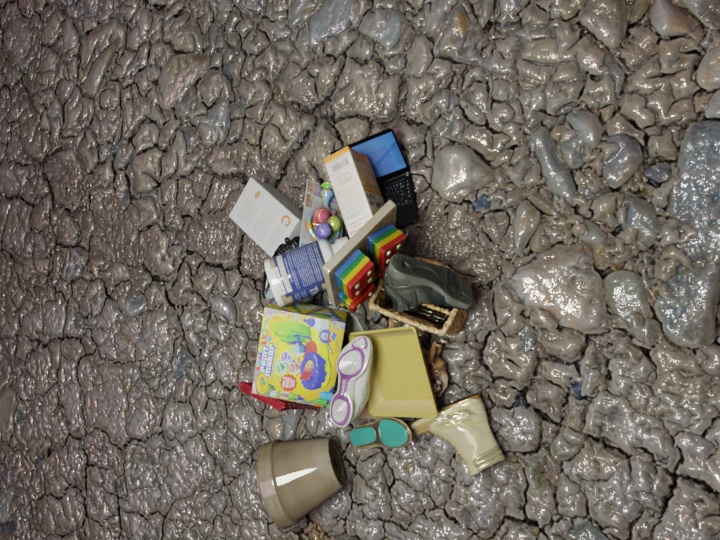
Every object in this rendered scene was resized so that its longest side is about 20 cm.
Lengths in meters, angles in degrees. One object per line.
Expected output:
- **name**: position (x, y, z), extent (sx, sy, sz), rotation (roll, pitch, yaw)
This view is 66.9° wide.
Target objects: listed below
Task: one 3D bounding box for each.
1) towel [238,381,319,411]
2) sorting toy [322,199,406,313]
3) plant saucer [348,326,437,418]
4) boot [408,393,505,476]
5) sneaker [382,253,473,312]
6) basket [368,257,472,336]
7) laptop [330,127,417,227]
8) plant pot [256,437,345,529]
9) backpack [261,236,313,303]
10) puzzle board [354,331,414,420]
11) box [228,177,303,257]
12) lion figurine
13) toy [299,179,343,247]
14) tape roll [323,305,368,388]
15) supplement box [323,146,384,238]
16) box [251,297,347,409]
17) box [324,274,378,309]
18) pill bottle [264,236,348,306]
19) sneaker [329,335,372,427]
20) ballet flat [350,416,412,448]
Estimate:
- **towel**: position (-0.196, 0.310, 1.340), extent (0.142, 0.199, 0.023), rotation (20, 85, 26)
- **sorting toy**: position (0.020, -0.013, 1.140), extent (0.069, 0.201, 0.199), rotation (40, 74, 17)
- **plant saucer**: position (0.080, 0.223, 1.219), extent (0.197, 0.048, 0.206), rotation (-11, 96, 42)
- **boot**: position (0.206, 0.381, 1.208), extent (0.197, 0.072, 0.159), rotation (-28, 76, 19)
- **sneaker**: position (0.134, 0.044, 1.141), extent (0.194, 0.115, 0.078), rotation (18, 51, -9)
- **basket**: position (0.141, 0.047, 1.216), extent (0.196, 0.148, 0.147), rotation (20, 96, 27)
- **laptop**: position (0.030, -0.203, 1.309), extent (0.173, 0.103, 0.206), rotation (-16, 67, 25)
- **plant pot**: position (-0.132, 0.494, 1.319), extent (0.169, 0.200, 0.205), rotation (-20, 78, 7)
- **backpack**: position (-0.159, 0.018, 1.369), extent (0.126, 0.166, 0.203), rotation (38, 109, 18)
- **puzzle board**: position (0.056, 0.250, 1.298), extent (0.146, 0.017, 0.207), rotation (0, 90, 9)
- **box**: position (-0.233, -0.132, 1.443), extent (0.199, 0.097, 0.126), rotation (41, 104, 23)
- **lion figurine**: position (0.124, 0.192, 1.251), extent (0.197, 0.072, 0.125), rotation (32, 113, 21)
- **toy**: position (-0.083, -0.128, 1.321), extent (0.047, 0.113, 0.205), rotation (-38, 42, 48)
- **tape roll**: position (-0.064, 0.191, 1.372), extent (0.197, 0.037, 0.210), rotation (-2, 86, 27)
- **supplement box**: position (0.000, -0.165, 1.241), extent (0.072, 0.125, 0.205), rotation (-22, 82, 21)
- **box**: position (-0.139, 0.189, 1.275), extent (0.187, 0.122, 0.206), rotation (10, 98, -1)
- **box**: position (0.000, 0.000, 1.307), extent (0.198, 0.050, 0.076), rotation (-37, 48, 4)
- **pill bottle**: position (-0.109, -0.003, 1.228), extent (0.195, 0.111, 0.114), rotation (-20, 77, -4)
- **sneaker**: position (-0.013, 0.245, 1.227), extent (0.073, 0.099, 0.206), rotation (17, 92, 28)
- **ballet flat**: position (0.058, 0.374, 1.262), extent (0.197, 0.064, 0.073), rotation (-17, 75, 45)
